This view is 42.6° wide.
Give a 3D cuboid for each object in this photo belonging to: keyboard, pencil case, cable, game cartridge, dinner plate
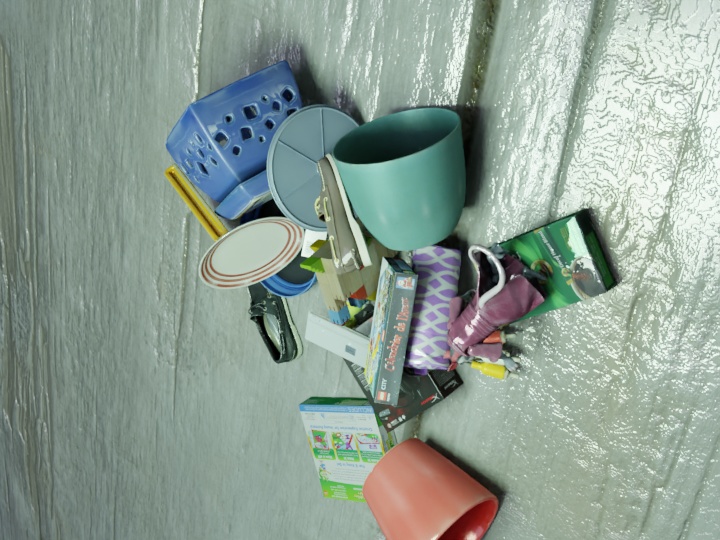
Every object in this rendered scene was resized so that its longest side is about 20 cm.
[{"bbox_3d":[-0.015,0.129,1.577,0.197,0.011,0.057,23,122,29],"label":"keyboard"},{"bbox_3d":[0.110,0.058,1.448,0.085,0.082,0.205,149,130,-72],"label":"pencil case"},{"bbox_3d":[0.156,0.126,1.469,0.195,0.050,0.100,-3,97,11],"label":"cable"},{"bbox_3d":[-0.270,-0.085,1.676,0.177,0.032,0.201,51,173,21],"label":"game cartridge"},{"bbox_3d":[-0.190,-0.035,1.600,0.201,0.197,0.025,-54,54,39],"label":"dinner plate"}]

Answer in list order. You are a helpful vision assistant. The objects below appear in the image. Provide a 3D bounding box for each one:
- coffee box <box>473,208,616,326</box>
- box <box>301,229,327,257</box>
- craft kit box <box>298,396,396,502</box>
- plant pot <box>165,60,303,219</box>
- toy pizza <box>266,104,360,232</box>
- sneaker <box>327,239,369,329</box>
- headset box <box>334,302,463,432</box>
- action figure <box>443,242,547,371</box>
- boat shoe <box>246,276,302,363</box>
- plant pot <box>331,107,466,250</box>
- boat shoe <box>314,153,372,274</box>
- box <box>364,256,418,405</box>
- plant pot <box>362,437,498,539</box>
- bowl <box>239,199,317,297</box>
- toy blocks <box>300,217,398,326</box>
[{"bbox_3d":[0.268,0.000,1.370,0.198,0.044,0.125,-21,93,43],"label":"coffee box"},{"bbox_3d":[-0.063,-0.120,1.569,0.040,0.039,0.205,11,102,-1],"label":"box"},{"bbox_3d":[-0.013,0.341,1.751,0.197,0.048,0.202,-5,101,42],"label":"craft kit box"},{"bbox_3d":[-0.188,-0.207,1.555,0.182,0.198,0.199,59,154,-3],"label":"plant pot"},{"bbox_3d":[-0.065,-0.165,1.496,0.032,0.197,0.205,8,114,60],"label":"toy pizza"},{"bbox_3d":[-0.037,0.017,1.608,0.077,0.090,0.204,16,120,32],"label":"sneaker"},{"bbox_3d":[0.059,0.151,1.583,0.148,0.077,0.202,-35,84,37],"label":"headset box"},{"bbox_3d":[0.181,0.072,1.343,0.134,0.148,0.202,43,109,24],"label":"action figure"},{"bbox_3d":[-0.182,0.087,1.777,0.074,0.066,0.203,-18,95,43],"label":"boat shoe"},{"bbox_3d":[0.072,-0.130,1.393,0.198,0.200,0.164,6,125,38],"label":"plant pot"},{"bbox_3d":[-0.039,-0.089,1.427,0.058,0.072,0.203,-21,67,4],"label":"boat shoe"},{"bbox_3d":[0.046,0.091,1.447,0.037,0.137,0.205,7,100,-9],"label":"box"},{"bbox_3d":[0.108,0.401,1.581,0.177,0.198,0.203,44,131,31],"label":"plant pot"},{"bbox_3d":[-0.141,-0.053,1.705,0.198,0.039,0.205,17,117,36],"label":"bowl"},{"bbox_3d":[0.000,0.000,1.519,0.099,0.199,0.139,9,128,41],"label":"toy blocks"}]
